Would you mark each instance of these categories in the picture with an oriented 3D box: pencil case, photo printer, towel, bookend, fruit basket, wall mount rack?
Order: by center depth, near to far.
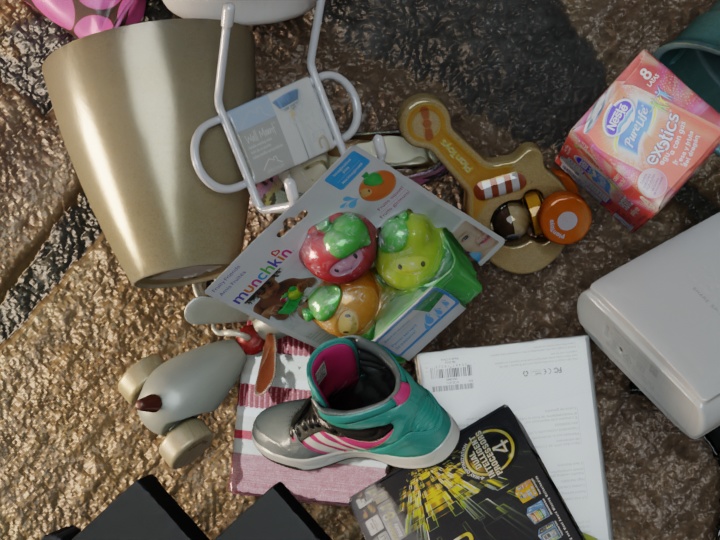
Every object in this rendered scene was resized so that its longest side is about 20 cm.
[{"bbox_3d":[-0.059,-0.149,1.552,0.200,0.074,0.174,-29,102,-42],"label":"wall mount rack"},{"bbox_3d":[0.000,0.000,1.562,0.185,0.200,0.094,-43,49,19],"label":"fruit basket"},{"bbox_3d":[0.314,0.037,1.605,0.200,0.070,0.166,-27,56,-23],"label":"photo printer"},{"bbox_3d":[-0.133,0.240,1.611,0.199,0.092,0.200,-43,86,0],"label":"bookend"},{"bbox_3d":[-0.038,0.108,1.672,0.143,0.023,0.201,6,83,3],"label":"towel"},{"bbox_3d":[-0.278,-0.283,1.680,0.200,0.091,0.094,37,79,1],"label":"pencil case"}]

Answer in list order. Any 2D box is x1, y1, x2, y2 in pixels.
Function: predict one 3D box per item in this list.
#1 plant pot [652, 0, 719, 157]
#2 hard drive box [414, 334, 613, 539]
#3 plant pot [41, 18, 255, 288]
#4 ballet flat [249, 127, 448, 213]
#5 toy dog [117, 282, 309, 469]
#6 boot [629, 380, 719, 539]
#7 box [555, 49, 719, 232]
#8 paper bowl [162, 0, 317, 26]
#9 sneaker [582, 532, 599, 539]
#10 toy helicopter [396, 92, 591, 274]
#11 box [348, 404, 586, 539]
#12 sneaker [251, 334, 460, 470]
[{"bbox_3d":[0.390,-0.201,1.620,0.200,0.200,0.196,38,79,4],"label":"plant pot"},{"bbox_3d":[0.134,0.165,1.636,0.155,0.077,0.201,-6,84,0],"label":"hard drive box"},{"bbox_3d":[-0.168,-0.092,1.601,0.187,0.187,0.201,-10,80,0],"label":"plant pot"},{"bbox_3d":[-0.011,-0.098,1.665,0.199,0.071,0.069,-9,78,0],"label":"ballet flat"},{"bbox_3d":[-0.133,0.078,1.626,0.132,0.096,0.200,29,88,13],"label":"toy dog"},{"bbox_3d":[0.322,0.173,1.637,0.203,0.073,0.154,15,88,3],"label":"boot"},{"bbox_3d":[0.239,-0.108,1.599,0.103,0.200,0.095,42,88,5],"label":"box"},{"bbox_3d":[-0.105,-0.280,1.627,0.200,0.201,0.105,-1,113,0],"label":"paper bowl"},{"bbox_3d":[0.186,0.304,1.577,0.130,0.080,0.200,-22,123,12],"label":"sneaker"},{"bbox_3d":[0.100,-0.073,1.637,0.132,0.079,0.200,-42,110,12],"label":"toy helicopter"},{"bbox_3d":[0.098,0.229,1.518,0.161,0.049,0.200,-32,49,7],"label":"box"},{"bbox_3d":[-0.027,0.112,1.567,0.199,0.121,0.084,-3,48,31],"label":"sneaker"}]
